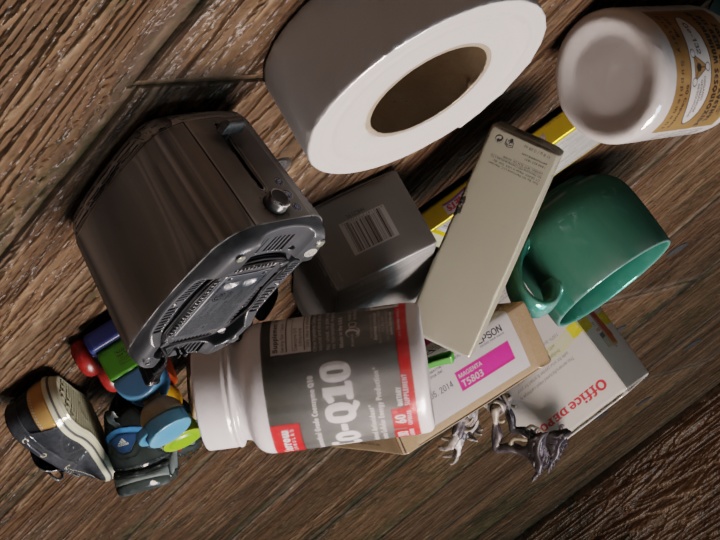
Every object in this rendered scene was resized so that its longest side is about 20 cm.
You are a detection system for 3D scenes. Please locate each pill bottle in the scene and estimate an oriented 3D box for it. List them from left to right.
[{"bbox_3d":[-0.040,0.096,1.486,0.198,0.115,0.114,-8,163,3],"label":"pill bottle"},{"bbox_3d":[0.270,-0.174,1.509,0.199,0.115,0.114,-12,154,-48],"label":"pill bottle"}]

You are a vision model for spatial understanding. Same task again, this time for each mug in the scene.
[{"bbox_3d":[0.230,-0.030,1.821,0.152,0.115,0.185,-40,166,19],"label":"mug"}]

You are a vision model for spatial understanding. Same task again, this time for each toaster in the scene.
[{"bbox_3d":[-0.125,-0.023,1.240,0.113,0.130,0.200,-12,154,-45],"label":"toaster"}]

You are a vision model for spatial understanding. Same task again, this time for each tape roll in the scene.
[{"bbox_3d":[0.033,-0.155,1.241,0.201,0.071,0.203,-29,162,-10],"label":"tape roll"}]

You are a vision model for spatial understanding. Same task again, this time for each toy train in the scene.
[{"bbox_3d":[-0.178,0.111,1.541,0.084,0.116,0.200,-30,163,0],"label":"toy train"}]

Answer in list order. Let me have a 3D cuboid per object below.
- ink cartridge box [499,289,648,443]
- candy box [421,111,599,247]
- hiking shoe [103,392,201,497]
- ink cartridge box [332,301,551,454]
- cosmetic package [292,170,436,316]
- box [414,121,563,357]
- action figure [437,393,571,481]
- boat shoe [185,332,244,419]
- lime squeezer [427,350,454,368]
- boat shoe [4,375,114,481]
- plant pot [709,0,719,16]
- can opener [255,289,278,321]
[{"bbox_3d":[0.207,0.087,1.962,0.145,0.201,0.083,-41,170,30],"label":"ink cartridge box"},{"bbox_3d":[0.144,-0.088,1.683,0.199,0.027,0.102,-36,166,14],"label":"candy box"},{"bbox_3d":[-0.197,0.141,1.643,0.074,0.087,0.200,-15,-168,4],"label":"hiking shoe"},{"bbox_3d":[0.069,0.108,1.773,0.199,0.076,0.164,-29,-170,-27],"label":"ink cartridge box"},{"bbox_3d":[0.000,0.000,1.592,0.106,0.091,0.200,-26,165,-15],"label":"cosmetic package"},{"bbox_3d":[0.112,-0.029,1.549,0.082,0.068,0.201,-31,145,-79],"label":"box"},{"bbox_3d":[0.127,0.162,1.913,0.119,0.199,0.103,-28,148,-58],"label":"action figure"},{"bbox_3d":[-0.130,0.084,1.608,0.064,0.072,0.200,-4,152,-8],"label":"boat shoe"},{"bbox_3d":[-0.005,0.092,1.600,0.198,0.038,0.071,7,158,20],"label":"lime squeezer"},{"bbox_3d":[-0.272,0.151,1.575,0.062,0.075,0.200,-25,158,-1],"label":"boat shoe"},{"bbox_3d":[0.449,-0.223,1.597,0.199,0.162,0.201,-28,163,-9],"label":"plant pot"},{"bbox_3d":[-0.124,-0.002,1.445,0.063,0.079,0.200,5,174,25],"label":"can opener"}]
